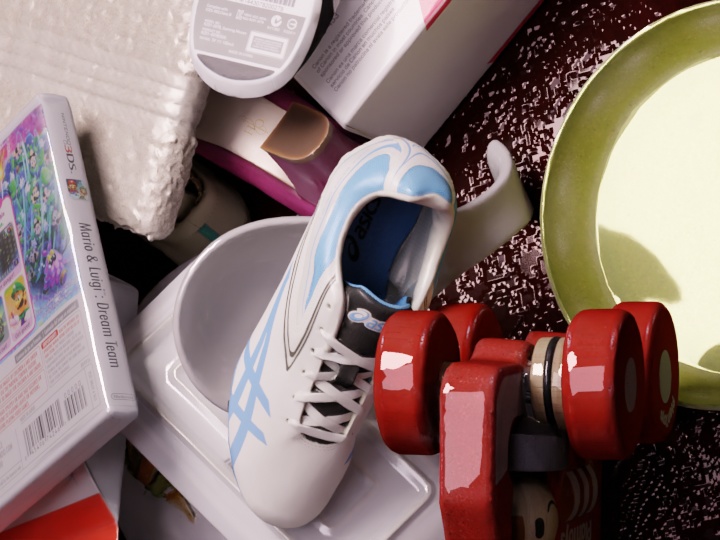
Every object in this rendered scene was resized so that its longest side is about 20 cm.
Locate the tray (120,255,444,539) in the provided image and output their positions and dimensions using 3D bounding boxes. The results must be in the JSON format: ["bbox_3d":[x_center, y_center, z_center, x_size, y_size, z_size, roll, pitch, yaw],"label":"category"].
[{"bbox_3d":[-0.043,0.082,1.336,0.107,0.022,0.200,-43,73,-12],"label":"tray"}]

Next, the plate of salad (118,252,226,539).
[{"bbox_3d":[-0.057,0.083,1.389,0.199,0.048,0.201,-2,85,26],"label":"plate of salad"}]

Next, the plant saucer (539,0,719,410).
[{"bbox_3d":[0.182,-0.031,1.292,0.199,0.031,0.201,-5,79,29],"label":"plant saucer"}]

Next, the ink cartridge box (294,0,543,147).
[{"bbox_3d":[-0.006,-0.183,1.398,0.145,0.084,0.200,-50,62,13],"label":"ink cartridge box"}]

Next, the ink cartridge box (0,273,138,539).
[{"bbox_3d":[-0.186,0.114,1.415,0.160,0.047,0.201,-24,54,47],"label":"ink cartridge box"}]

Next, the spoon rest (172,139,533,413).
[{"bbox_3d":[0.000,0.000,1.315,0.199,0.100,0.061,-29,19,-13],"label":"spoon rest"}]

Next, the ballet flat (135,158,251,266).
[{"bbox_3d":[-0.141,-0.066,1.465,0.200,0.069,0.070,32,97,31],"label":"ballet flat"}]

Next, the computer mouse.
[{"bbox_3d":[-0.032,-0.179,1.339,0.109,0.044,0.201,16,85,23],"label":"computer mouse"}]

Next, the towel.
[{"bbox_3d":[-0.154,-0.099,1.422,0.199,0.034,0.133,19,94,38],"label":"towel"}]

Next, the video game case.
[{"bbox_3d":[-0.191,0.036,1.392,0.200,0.024,0.183,-39,56,42],"label":"video game case"}]

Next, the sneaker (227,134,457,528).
[{"bbox_3d":[-0.011,0.034,1.264,0.073,0.071,0.201,-123,51,-66],"label":"sneaker"}]

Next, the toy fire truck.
[{"bbox_3d":[0.078,0.100,1.217,0.111,0.200,0.169,-1,91,18],"label":"toy fire truck"}]

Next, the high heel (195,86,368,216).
[{"bbox_3d":[-0.047,-0.065,1.430,0.067,0.096,0.200,-48,38,-3],"label":"high heel"}]
